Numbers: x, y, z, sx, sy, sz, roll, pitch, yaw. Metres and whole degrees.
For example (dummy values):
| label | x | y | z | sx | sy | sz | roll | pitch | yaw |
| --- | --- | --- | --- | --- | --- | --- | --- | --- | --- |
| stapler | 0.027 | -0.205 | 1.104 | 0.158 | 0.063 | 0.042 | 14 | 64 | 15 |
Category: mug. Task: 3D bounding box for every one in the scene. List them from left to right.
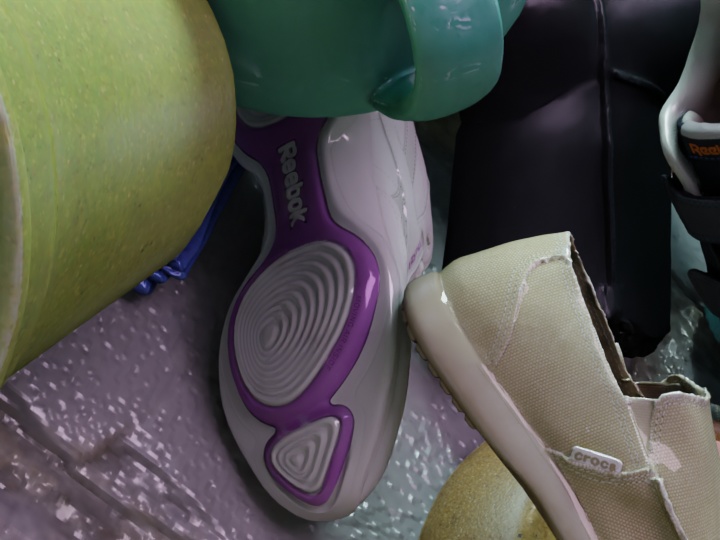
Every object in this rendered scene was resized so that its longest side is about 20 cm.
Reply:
| label | x | y | z | sx | sy | sz | roll | pitch | yaw |
| --- | --- | --- | --- | --- | --- | --- | --- | --- | --- |
| mug | -0.015 | -0.114 | 0.788 | 0.152 | 0.114 | 0.185 | 4 | 45 | 11 |

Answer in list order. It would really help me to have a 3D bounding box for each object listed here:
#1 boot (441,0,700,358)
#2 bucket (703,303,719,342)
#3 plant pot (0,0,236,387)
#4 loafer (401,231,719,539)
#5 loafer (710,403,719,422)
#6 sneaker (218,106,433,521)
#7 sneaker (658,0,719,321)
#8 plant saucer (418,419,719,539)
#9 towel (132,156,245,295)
| label | x | y | z | sx | sy | sz | roll | pitch | yaw |
| --- | --- | --- | --- | --- | --- | --- | --- | --- | --- |
| boot | 0.109 | -0.054 | 0.932 | 0.200 | 0.076 | 0.168 | -11 | 104 | -37 |
| bucket | 0.254 | -0.002 | 0.989 | 0.207 | 0.135 | 0.207 | 21 | 22 | -9 |
| plant pot | -0.135 | -0.040 | 0.687 | 0.200 | 0.200 | 0.184 | 52 | 28 | 6 |
| loafer | 0.094 | 0.069 | 0.770 | 0.200 | 0.068 | 0.076 | 52 | 11 | 4 |
| loafer | 0.170 | 0.084 | 0.943 | 0.200 | 0.063 | 0.072 | 15 | 50 | -34 |
| sneaker | 0.000 | 0.000 | 0.849 | 0.100 | 0.075 | 0.200 | 36 | 45 | -49 |
| sneaker | 0.155 | -0.021 | 0.876 | 0.079 | 0.078 | 0.200 | -9 | 96 | -49 |
| plant saucer | 0.118 | 0.125 | 0.833 | 0.200 | 0.035 | 0.200 | 10 | 54 | -13 |
| towel | -0.124 | -0.091 | 0.853 | 0.200 | 0.024 | 0.145 | 39 | 39 | -11 |
